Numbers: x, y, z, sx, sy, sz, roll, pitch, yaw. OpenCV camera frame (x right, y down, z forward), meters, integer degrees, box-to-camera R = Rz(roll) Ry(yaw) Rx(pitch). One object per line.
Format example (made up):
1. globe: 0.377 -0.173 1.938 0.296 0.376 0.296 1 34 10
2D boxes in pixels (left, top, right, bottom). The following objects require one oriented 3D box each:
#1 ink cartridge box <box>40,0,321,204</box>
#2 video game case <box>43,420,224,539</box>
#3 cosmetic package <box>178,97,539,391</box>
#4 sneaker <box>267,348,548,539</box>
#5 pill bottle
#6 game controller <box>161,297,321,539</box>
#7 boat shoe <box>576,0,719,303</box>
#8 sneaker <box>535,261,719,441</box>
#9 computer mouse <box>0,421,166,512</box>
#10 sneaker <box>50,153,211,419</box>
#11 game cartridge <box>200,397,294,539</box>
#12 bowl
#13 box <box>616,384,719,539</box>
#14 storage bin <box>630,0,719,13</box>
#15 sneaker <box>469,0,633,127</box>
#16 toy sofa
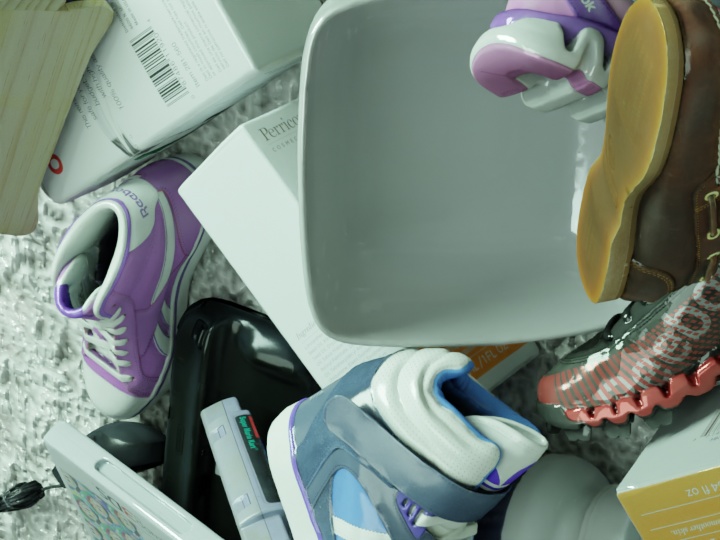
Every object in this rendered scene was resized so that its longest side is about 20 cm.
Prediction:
1. ink cartridge box: -0.134 -0.148 1.283 0.200 0.084 0.146 -28 91 41
2. video game case: -0.113 0.203 1.383 0.182 0.024 0.200 31 152 36
3. cosmetic package: 0.000 0.000 1.240 0.200 0.101 0.071 53 130 5
4. sneaker: 0.044 0.140 1.146 0.146 0.080 0.201 -24 87 34
5. pill bottle: 0.081 0.158 1.241 0.199 0.111 0.111 0 109 36
6. game controller: -0.077 0.116 1.392 0.104 0.042 0.201 15 119 14
7. boat shoe: 0.146 -0.056 0.991 0.200 0.070 0.071 95 168 -59
8. sneaker: 0.171 0.018 1.119 0.200 0.071 0.098 -26 98 22
9. computer mouse: -0.199 0.134 1.476 0.200 0.058 0.034 -22 79 44
10. sneaker: -0.162 0.024 1.359 0.072 0.114 0.201 30 125 20
11. game cartridge: -0.049 0.166 1.273 0.038 0.200 0.130 -17 113 -6
12. bowl: 0.062 -0.066 1.142 0.199 0.075 0.201 -3 114 -8
13. box: 0.243 0.155 1.110 0.124 0.097 0.200 -22 106 40
14. storage bin: 0.187 -0.169 1.009 0.200 0.135 0.094 37 126 17
15. sneaker: 0.151 -0.105 1.064 0.080 0.200 0.089 -17 55 59
16. toy sofa: -0.226 -0.110 1.272 0.083 0.097 0.200 58 137 35
